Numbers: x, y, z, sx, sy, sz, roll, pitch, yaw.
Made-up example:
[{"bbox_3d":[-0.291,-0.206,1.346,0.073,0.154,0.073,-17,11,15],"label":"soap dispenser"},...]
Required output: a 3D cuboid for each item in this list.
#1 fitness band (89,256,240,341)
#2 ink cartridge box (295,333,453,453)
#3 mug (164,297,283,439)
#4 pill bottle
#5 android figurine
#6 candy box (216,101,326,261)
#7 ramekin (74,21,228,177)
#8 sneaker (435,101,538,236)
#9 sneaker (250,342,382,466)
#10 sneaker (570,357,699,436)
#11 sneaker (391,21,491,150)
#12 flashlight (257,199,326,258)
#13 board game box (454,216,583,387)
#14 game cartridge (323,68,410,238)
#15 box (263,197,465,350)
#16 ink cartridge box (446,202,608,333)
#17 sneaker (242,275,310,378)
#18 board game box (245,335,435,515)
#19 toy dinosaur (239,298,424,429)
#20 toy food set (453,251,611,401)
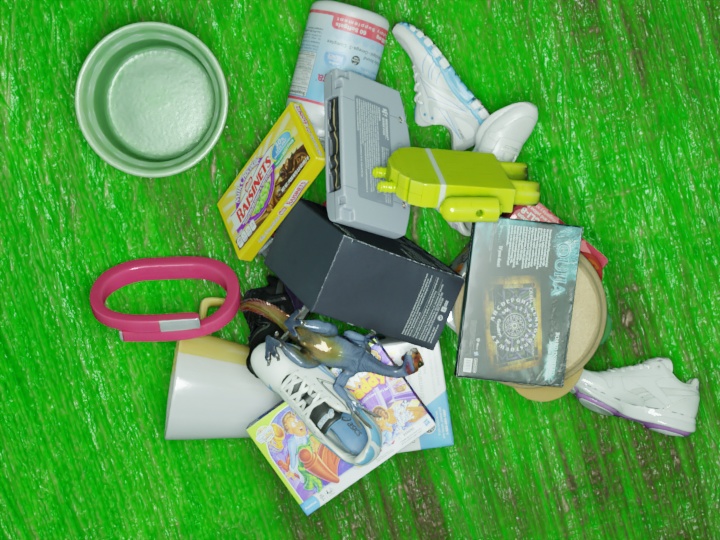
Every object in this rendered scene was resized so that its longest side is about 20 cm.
[{"bbox_3d":[-0.260,0.036,1.567,0.199,0.144,0.038,-1,127,0],"label":"fitness band"},{"bbox_3d":[0.013,0.164,1.574,0.199,0.146,0.147,-9,94,1],"label":"ink cartridge box"},{"bbox_3d":[-0.176,0.143,1.576,0.153,0.149,0.187,8,101,-9],"label":"mug"},{"bbox_3d":[-0.037,-0.248,1.559,0.108,0.109,0.201,14,95,-2],"label":"pill bottle"},{"bbox_3d":[0.115,-0.110,1.445,0.199,0.182,0.041,1,117,-10],"label":"android figurine"},{"bbox_3d":[-0.118,-0.114,1.538,0.026,0.102,0.200,8,135,-39],"label":"candy box"},{"bbox_3d":[-0.271,-0.224,1.563,0.199,0.098,0.201,0,95,-1],"label":"ramekin"},{"bbox_3d":[0.179,-0.132,1.557,0.200,0.075,0.100,-53,49,27],"label":"sneaker"},{"bbox_3d":[-0.053,0.157,1.420,0.200,0.072,0.072,41,94,5],"label":"sneaker"},{"bbox_3d":[0.373,0.158,1.620,0.199,0.075,0.100,19,81,-7],"label":"sneaker"},{"bbox_3d":[0.096,-0.242,1.583,0.087,0.075,0.200,-38,94,8],"label":"sneaker"},{"bbox_3d":[-0.054,-0.079,1.597,0.200,0.068,0.068,-48,56,0],"label":"flashlight"},{"bbox_3d":[0.193,0.037,1.432,0.135,0.028,0.201,7,94,-2],"label":"board game box"},{"bbox_3d":[0.011,-0.144,1.487,0.133,0.040,0.201,13,69,-41],"label":"game cartridge"},{"bbox_3d":[0.000,0.000,1.499,0.182,0.200,0.104,20,99,-26],"label":"box"},{"bbox_3d":[0.201,0.015,1.566,0.145,0.145,0.200,39,92,-4],"label":"ink cartridge box"},{"bbox_3d":[-0.128,0.071,1.548,0.087,0.200,0.076,34,115,0],"label":"sneaker"},{"bbox_3d":[-0.024,0.194,1.480,0.200,0.045,0.135,-36,92,3],"label":"board game box"},{"bbox_3d":[-0.018,0.085,1.410,0.181,0.200,0.105,13,120,-40],"label":"toy dinosaur"},{"bbox_3d":[0.217,0.051,1.472,0.200,0.049,0.198,31,94,-3],"label":"toy food set"}]
